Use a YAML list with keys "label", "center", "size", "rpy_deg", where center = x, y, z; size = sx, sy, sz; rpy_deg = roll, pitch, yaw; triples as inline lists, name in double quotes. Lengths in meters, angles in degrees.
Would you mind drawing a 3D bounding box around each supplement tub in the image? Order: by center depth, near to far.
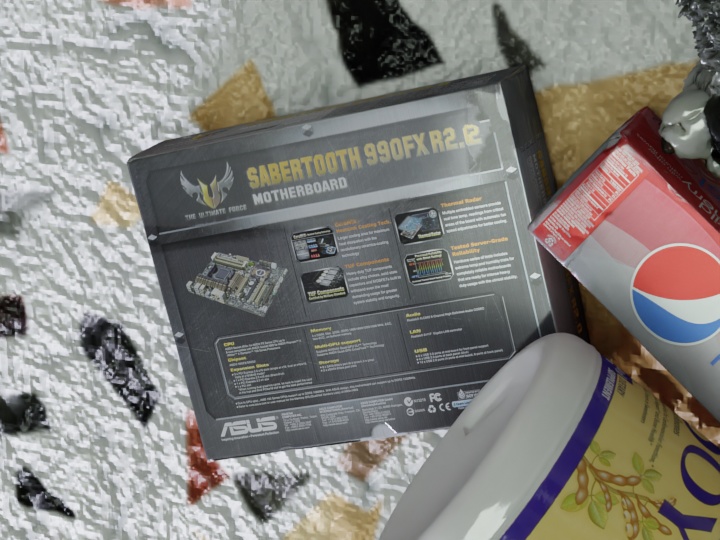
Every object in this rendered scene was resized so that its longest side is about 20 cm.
- label: "supplement tub"
  center: [0.119, 0.140, 0.826]
  size: [0.199, 0.146, 0.146]
  rpy_deg: [38, 115, -5]

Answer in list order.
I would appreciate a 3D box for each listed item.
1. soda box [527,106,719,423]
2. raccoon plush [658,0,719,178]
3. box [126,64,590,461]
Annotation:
- label: "soda box"
  center: [0.170, 0.023, 0.852]
  size: [0.200, 0.070, 0.063]
  rpy_deg: [46, 114, 3]
- label: "raccoon plush"
  center: [0.205, -0.114, 0.793]
  size: [0.199, 0.097, 0.135]
  rpy_deg: [-28, 102, 25]
- label: "box"
  center: [0.000, 0.000, 0.923]
  size: [0.198, 0.048, 0.160]
  rpy_deg: [-10, 101, 22]
